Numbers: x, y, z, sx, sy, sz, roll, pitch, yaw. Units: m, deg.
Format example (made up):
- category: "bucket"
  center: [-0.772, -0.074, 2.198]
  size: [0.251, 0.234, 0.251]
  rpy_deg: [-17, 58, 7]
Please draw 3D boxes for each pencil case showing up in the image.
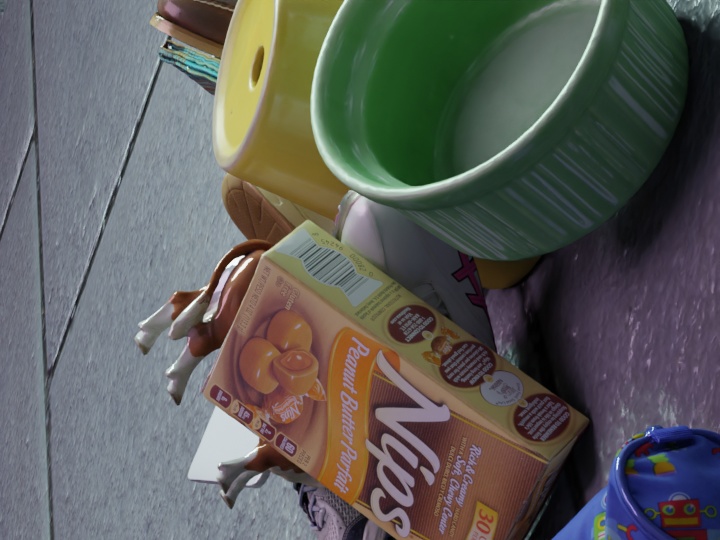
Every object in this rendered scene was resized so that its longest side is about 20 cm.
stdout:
- category: "pencil case"
  center: [0.123, 0.151, 1.396]
  size: [0.087, 0.078, 0.200]
  rpy_deg: [65, 145, 27]

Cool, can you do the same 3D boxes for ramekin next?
- category: "ramekin"
  center: [0.080, -0.103, 1.549]
  size: [0.200, 0.098, 0.200]
  rpy_deg: [-24, 48, 29]

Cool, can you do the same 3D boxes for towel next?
- category: "towel"
  center: [-0.046, -0.097, 1.951]
  size: [0.022, 0.147, 0.200]
  rpy_deg: [-56, 31, -4]

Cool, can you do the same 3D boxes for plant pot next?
- category: "plant pot"
  center: [0.018, -0.103, 1.728]
  size: [0.201, 0.189, 0.201]
  rpy_deg: [-169, 90, -73]

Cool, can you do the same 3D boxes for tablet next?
- category: "tablet"
  center: [-0.055, 0.050, 1.907]
  size: [0.130, 0.014, 0.200]
  rpy_deg: [-4, 62, 66]

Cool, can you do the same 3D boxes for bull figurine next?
- category: "bull figurine"
  center: [-0.050, 0.081, 1.797]
  size: [0.200, 0.121, 0.065]
  rpy_deg: [61, 172, -9]

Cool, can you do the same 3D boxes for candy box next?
- category: "candy box"
  center: [0.017, 0.077, 1.611]
  size: [0.055, 0.200, 0.116]
  rpy_deg: [-38, -21, -48]

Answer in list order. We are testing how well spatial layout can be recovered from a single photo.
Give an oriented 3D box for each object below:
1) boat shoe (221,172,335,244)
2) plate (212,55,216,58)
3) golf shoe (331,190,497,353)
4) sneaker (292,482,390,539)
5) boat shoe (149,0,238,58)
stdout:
- category: "boat shoe"
  center: [0.000, 0.000, 1.808]
  size: [0.069, 0.200, 0.074]
  rpy_deg: [-38, -1, -28]
- category: "plate"
  center: [0.004, -0.227, 1.968]
  size: [0.200, 0.032, 0.200]
  rpy_deg: [-49, 9, -31]
- category: "golf shoe"
  center: [0.045, 0.030, 1.653]
  size: [0.092, 0.073, 0.200]
  rpy_deg: [53, 169, 51]
- category: "sneaker"
  center: [-0.026, 0.125, 1.904]
  size: [0.077, 0.085, 0.200]
  rpy_deg: [131, 146, -59]
- category: "boat shoe"
  center: [-0.034, -0.153, 1.861]
  size: [0.070, 0.200, 0.070]
  rpy_deg: [-92, 21, -76]
